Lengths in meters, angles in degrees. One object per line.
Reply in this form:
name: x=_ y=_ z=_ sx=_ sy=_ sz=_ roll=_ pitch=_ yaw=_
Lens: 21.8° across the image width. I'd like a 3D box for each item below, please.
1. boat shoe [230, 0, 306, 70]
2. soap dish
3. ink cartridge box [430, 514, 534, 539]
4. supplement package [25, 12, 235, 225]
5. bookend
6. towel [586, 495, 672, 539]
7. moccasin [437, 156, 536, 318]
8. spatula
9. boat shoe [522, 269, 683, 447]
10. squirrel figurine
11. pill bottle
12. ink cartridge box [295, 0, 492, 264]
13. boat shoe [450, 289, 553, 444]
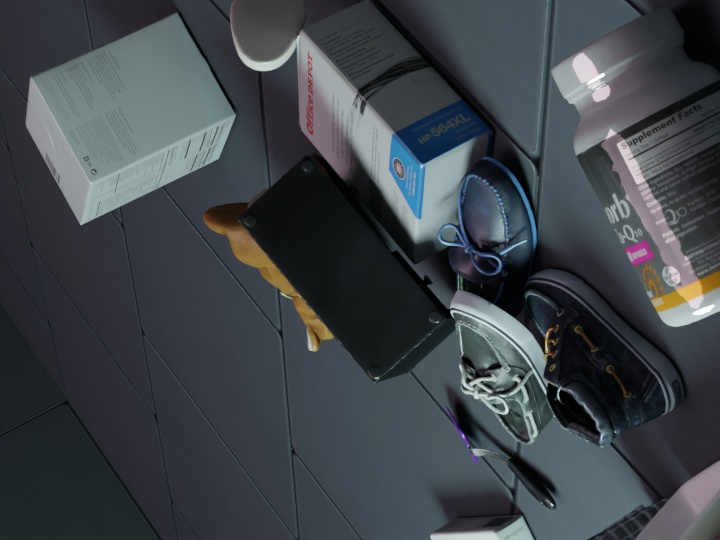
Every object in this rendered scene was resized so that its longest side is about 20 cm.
boat shoe: x=-0.086 y=-0.261 z=1.796 sx=0.093 sy=0.074 sz=0.201 roll=94 pitch=180 yaw=-63
soap dish: x=0.276 y=0.224 z=1.480 sx=0.081 sy=0.157 sz=0.200 roll=43 pitch=157 yaw=4
ink cartridge box: x=0.163 y=0.359 z=2.067 sx=0.175 sy=0.043 sz=0.200 roll=63 pitch=160 yaw=-1
supplement package: x=-0.280 y=-0.182 z=2.257 sx=0.152 sy=0.199 sz=0.151 roll=59 pitch=160 yaw=10
bookend: x=0.000 y=0.000 z=1.787 sx=0.199 sy=0.092 sz=0.200 roll=50 pitch=-172 yaw=8
towel: x=0.255 y=0.304 z=1.600 sx=0.200 sy=0.165 sz=0.086 roll=54 pitch=155 yaw=21
moccasin: x=0.116 y=-0.010 z=1.681 sx=0.080 sy=0.068 sz=0.201 roll=36 pitch=150 yaw=38
spatula: x=0.143 y=0.198 z=1.945 sx=0.200 sy=0.021 sz=0.057 roll=33 pitch=157 yaw=50
boat shoe: x=0.180 y=0.071 z=1.600 sx=0.200 sy=0.090 sz=0.071 roll=41 pitch=151 yaw=46
squirrel figurine: x=-0.048 y=0.003 z=2.022 sx=0.200 sy=0.141 sz=0.188 roll=34 pitch=152 yaw=57
pill bottle: x=0.218 y=-0.073 z=1.295 sx=0.201 sy=0.116 sz=0.116 roll=63 pitch=160 yaw=2
ink cartridge box: x=0.028 y=-0.131 z=1.733 sx=0.200 sy=0.084 sz=0.146 roll=51 pitch=157 yaw=29
boat shoe: x=0.124 y=0.093 z=1.699 sx=0.073 sy=0.068 sz=0.200 roll=22 pitch=160 yaw=33
